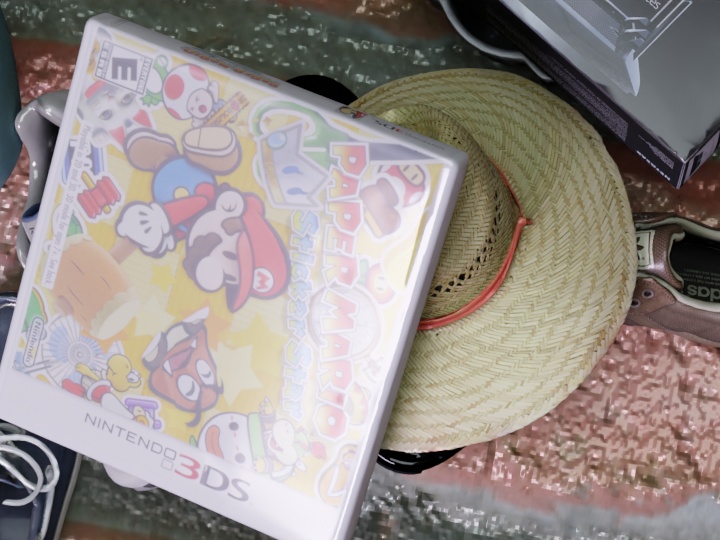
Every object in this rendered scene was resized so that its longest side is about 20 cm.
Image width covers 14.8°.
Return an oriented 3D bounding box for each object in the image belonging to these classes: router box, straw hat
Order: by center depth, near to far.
[{"bbox_3d":[0.026,-0.026,1.260,0.201,0.085,0.201,-6,62,12],"label":"straw hat"},{"bbox_3d":[0.128,-0.163,1.286,0.200,0.052,0.157,43,83,10],"label":"router box"}]

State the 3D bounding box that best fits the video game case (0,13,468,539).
[{"bbox_3d":[-0.063,0.008,1.235,0.182,0.023,0.200,22,110,14],"label":"video game case"}]

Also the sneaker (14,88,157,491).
[{"bbox_3d":[-0.127,0.007,1.313,0.074,0.087,0.200,-19,77,33],"label":"sneaker"}]

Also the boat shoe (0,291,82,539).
[{"bbox_3d":[-0.178,0.104,1.318,0.075,0.062,0.200,8,78,7],"label":"boat shoe"}]

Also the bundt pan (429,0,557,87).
[{"bbox_3d":[0.115,-0.178,1.355,0.202,0.076,0.202,-1,78,3],"label":"bundt pan"}]

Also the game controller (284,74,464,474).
[{"bbox_3d":[0.000,0.000,1.342,0.104,0.042,0.200,-37,79,-5],"label":"game controller"}]

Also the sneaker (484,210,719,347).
[{"bbox_3d":[0.117,-0.007,1.307,0.200,0.076,0.070,3,68,-6],"label":"sneaker"}]

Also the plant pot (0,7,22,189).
[{"bbox_3d":[-0.239,-0.077,1.311,0.200,0.200,0.135,-46,115,-7],"label":"plant pot"}]
